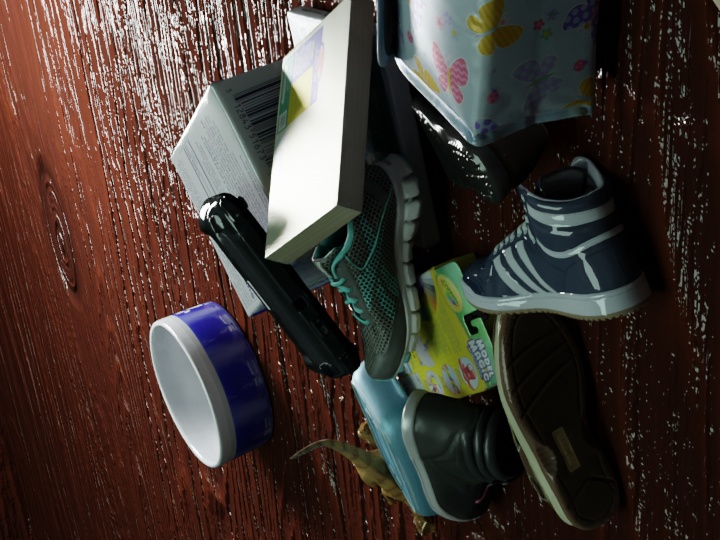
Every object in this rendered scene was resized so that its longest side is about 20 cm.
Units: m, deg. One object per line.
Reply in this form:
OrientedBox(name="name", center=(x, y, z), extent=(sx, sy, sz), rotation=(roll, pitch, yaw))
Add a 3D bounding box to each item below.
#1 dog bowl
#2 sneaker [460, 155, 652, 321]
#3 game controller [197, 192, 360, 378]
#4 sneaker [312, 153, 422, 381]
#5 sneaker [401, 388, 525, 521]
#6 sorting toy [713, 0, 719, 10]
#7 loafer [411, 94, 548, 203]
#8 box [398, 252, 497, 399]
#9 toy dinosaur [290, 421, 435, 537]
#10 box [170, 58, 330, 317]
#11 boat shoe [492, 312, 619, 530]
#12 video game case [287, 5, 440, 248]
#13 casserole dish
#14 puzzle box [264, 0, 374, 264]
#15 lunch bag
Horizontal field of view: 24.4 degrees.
OrientedBox(name="dog bowl", center=(-0.192, 0.145, 2.127), extent=(0.200, 0.078, 0.201), rotation=(47, 150, 39))
OrientedBox(name="sneaker", center=(0.133, -0.026, 1.252), extent=(0.200, 0.070, 0.109), rotation=(4, 119, 59))
OrientedBox(name="game controller", center=(-0.074, 0.015, 1.498), extent=(0.200, 0.042, 0.104), rotation=(54, 170, -10))
OrientedBox(name="sneaker", center=(0.000, 0.000, 1.447), extent=(0.078, 0.091, 0.202), rotation=(-155, 61, -64))
OrientedBox(name="sneaker", center=(0.110, 0.179, 1.491), extent=(0.099, 0.071, 0.200), rotation=(10, 150, 27))
OrientedBox(name="sorting toy", center=(0.240, -0.211, 0.846), extent=(0.200, 0.069, 0.200), rotation=(61, 157, 17))
OrientedBox(name="loafer", center=(0.097, -0.103, 1.278), extent=(0.073, 0.071, 0.200), rotation=(60, 177, -23))
OrientedBox(name="box", center=(0.078, 0.056, 1.485), extent=(0.118, 0.048, 0.200), rotation=(67, 160, 3))
OrientedBox(name="toy dinosaur", center=(0.011, 0.196, 1.700), extent=(0.200, 0.060, 0.106), rotation=(37, -168, -25))
OrientedBox(name="box", center=(-0.080, -0.078, 1.585), extent=(0.185, 0.104, 0.200), rotation=(63, 157, 7))
OrientedBox(name="boat shoe", center=(0.145, 0.114, 1.355), extent=(0.075, 0.074, 0.204), rotation=(18, 128, 69))
OrientedBox(name="video game case", center=(0.001, -0.133, 1.514), extent=(0.182, 0.023, 0.201), rotation=(26, 134, 58))
OrientedBox(name="casserole dish", center=(0.038, 0.164, 1.614), extent=(0.121, 0.039, 0.201), rotation=(56, 170, 43))
OrientedBox(name="puzzle box", center=(-0.034, -0.119, 1.413), extent=(0.133, 0.025, 0.201), rotation=(-33, 47, 55))
OrientedBox(name="lunch bag", center=(0.073, -0.209, 1.156), extent=(0.200, 0.126, 0.170), rotation=(-126, 28, -45))
